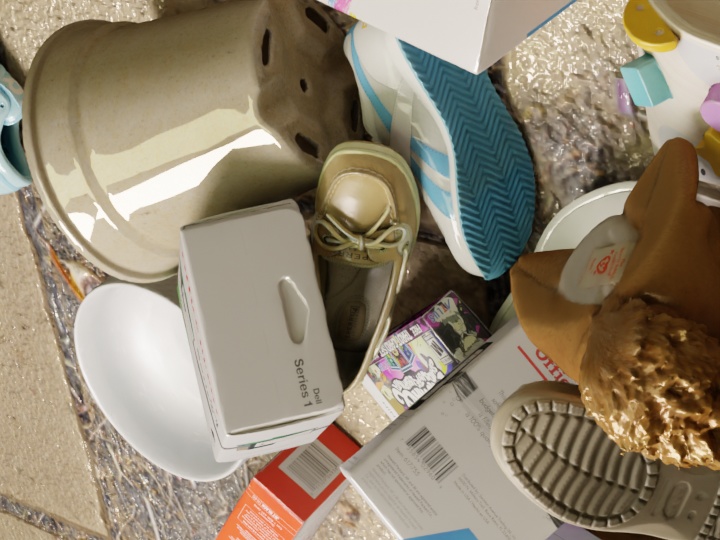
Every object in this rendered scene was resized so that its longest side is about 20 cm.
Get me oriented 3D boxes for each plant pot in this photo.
[{"bbox_3d":[-0.104,-0.107,1.053,0.183,0.200,0.201,-14,109,32],"label":"plant pot"}]

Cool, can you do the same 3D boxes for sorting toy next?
[{"bbox_3d":[0.229,-0.090,0.855,0.199,0.107,0.180,26,151,24],"label":"sorting toy"}]

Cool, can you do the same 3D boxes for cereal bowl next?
[{"bbox_3d":[-0.150,0.078,1.281,0.199,0.083,0.201,21,130,27],"label":"cereal bowl"}]

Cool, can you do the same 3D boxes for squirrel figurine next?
[{"bbox_3d":[0.204,0.056,0.839,0.186,0.200,0.142,34,119,-23],"label":"squirrel figurine"}]

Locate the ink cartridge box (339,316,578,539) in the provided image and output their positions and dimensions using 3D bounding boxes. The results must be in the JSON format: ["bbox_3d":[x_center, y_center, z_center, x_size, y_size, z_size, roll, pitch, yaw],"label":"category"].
[{"bbox_3d":[0.099,0.109,0.962,0.116,0.200,0.068,51,173,0],"label":"ink cartridge box"}]

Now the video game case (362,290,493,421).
[{"bbox_3d":[0.082,0.113,1.094,0.182,0.036,0.200,51,159,-1],"label":"video game case"}]

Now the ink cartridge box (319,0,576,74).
[{"bbox_3d":[0.029,-0.230,0.882,0.199,0.128,0.126,28,134,23],"label":"ink cartridge box"}]

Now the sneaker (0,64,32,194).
[{"bbox_3d":[-0.325,-0.162,1.287,0.081,0.074,0.201,-3,116,7],"label":"sneaker"}]

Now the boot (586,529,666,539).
[{"bbox_3d":[0.243,0.188,1.039,0.200,0.077,0.156,36,130,30],"label":"boot"}]

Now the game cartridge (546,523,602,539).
[{"bbox_3d":[0.127,0.219,1.086,0.200,0.040,0.134,10,134,59],"label":"game cartridge"}]

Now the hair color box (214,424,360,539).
[{"bbox_3d":[-0.075,0.222,1.307,0.061,0.101,0.200,40,136,10],"label":"hair color box"}]

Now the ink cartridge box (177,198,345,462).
[{"bbox_3d":[-0.075,0.049,1.036,0.200,0.084,0.147,118,139,-76],"label":"ink cartridge box"}]

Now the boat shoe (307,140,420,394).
[{"bbox_3d":[-0.003,0.000,1.010,0.073,0.063,0.201,11,136,0],"label":"boat shoe"}]

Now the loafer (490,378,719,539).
[{"bbox_3d":[0.161,0.117,0.893,0.199,0.068,0.076,23,102,-19],"label":"loafer"}]

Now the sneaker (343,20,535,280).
[{"bbox_3d":[0.055,-0.088,1.008,0.081,0.076,0.201,-5,111,54],"label":"sneaker"}]

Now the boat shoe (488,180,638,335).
[{"bbox_3d":[0.155,0.003,0.993,0.073,0.062,0.200,55,139,20],"label":"boat shoe"}]
